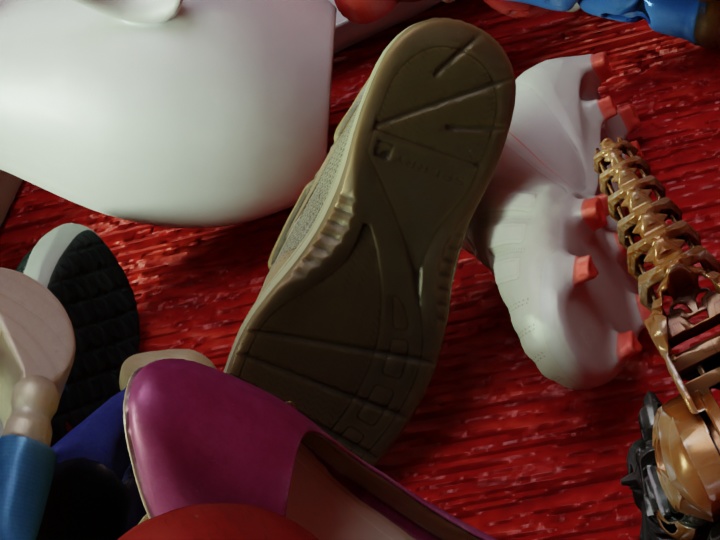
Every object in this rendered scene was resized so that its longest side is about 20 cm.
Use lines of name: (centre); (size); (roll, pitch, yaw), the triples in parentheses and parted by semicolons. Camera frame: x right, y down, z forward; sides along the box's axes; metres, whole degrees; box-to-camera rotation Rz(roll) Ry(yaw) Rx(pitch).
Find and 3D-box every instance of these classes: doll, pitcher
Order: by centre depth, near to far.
doll: (-0.103, 0.096, 0.799); (0.048, 0.137, 0.200); (8, 28, 15)
pitcher: (-0.111, -0.092, 0.980); (0.199, 0.172, 0.122); (4, 66, -1)

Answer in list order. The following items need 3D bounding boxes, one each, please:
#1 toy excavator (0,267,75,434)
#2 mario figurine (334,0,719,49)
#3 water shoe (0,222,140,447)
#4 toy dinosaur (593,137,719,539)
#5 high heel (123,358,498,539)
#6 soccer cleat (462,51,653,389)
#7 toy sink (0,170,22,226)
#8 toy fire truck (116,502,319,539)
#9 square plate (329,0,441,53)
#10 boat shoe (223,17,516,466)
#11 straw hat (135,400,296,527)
toy excavator: (-0.195, 0.070, 0.770); (0.194, 0.100, 0.201); (10, 49, -15)
mario figurine: (0.066, -0.158, 0.981); (0.199, 0.124, 0.106); (11, 35, 15)
water shoe: (-0.148, 0.058, 0.941); (0.079, 0.072, 0.200); (-15, 37, 23)
toy dinosaur: (0.126, 0.055, 0.686); (0.102, 0.136, 0.201); (-5, 82, 8)
high heel: (0.016, 0.085, 0.682); (0.096, 0.200, 0.068); (-12, 42, 34)
soccer cleat: (0.068, -0.014, 0.886); (0.077, 0.069, 0.200); (-22, 29, 19)
toy sink: (-0.259, -0.027, 1.088); (0.130, 0.112, 0.200); (-10, 40, 27)
toy fire truck: (-0.086, 0.115, 0.606); (0.176, 0.200, 0.129); (-40, 28, -3)
square plate: (-0.028, -0.156, 1.154); (0.199, 0.028, 0.198); (-25, 36, 8)
boat shoe: (0.000, 0.000, 0.873); (0.065, 0.072, 0.201); (-124, 56, -82)
straw hat: (-0.046, 0.141, 0.745); (0.085, 0.201, 0.201); (36, 64, 9)
